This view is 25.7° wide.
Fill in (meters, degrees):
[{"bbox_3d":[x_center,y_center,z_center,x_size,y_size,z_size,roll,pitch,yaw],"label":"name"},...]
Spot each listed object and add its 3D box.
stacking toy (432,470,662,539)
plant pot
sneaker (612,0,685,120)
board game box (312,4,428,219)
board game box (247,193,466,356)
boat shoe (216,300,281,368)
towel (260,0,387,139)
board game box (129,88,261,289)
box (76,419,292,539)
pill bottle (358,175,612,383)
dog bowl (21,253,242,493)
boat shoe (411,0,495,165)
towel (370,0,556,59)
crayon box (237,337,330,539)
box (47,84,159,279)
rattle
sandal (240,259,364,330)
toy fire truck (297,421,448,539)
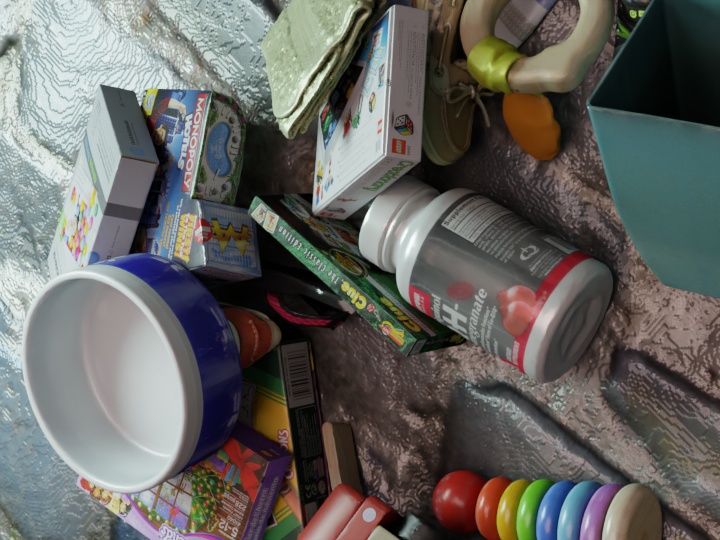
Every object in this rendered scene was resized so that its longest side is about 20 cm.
[{"bbox_3d":[0.147,0.209,1.322,0.199,0.085,0.086,4,95,35],"label":"stacking toy"},{"bbox_3d":[0.269,-0.077,1.158,0.141,0.142,0.201,14,141,30],"label":"plant pot"},{"bbox_3d":[0.226,-0.191,1.244,0.070,0.083,0.201,5,97,26],"label":"sneaker"},{"bbox_3d":[0.006,-0.127,1.324,0.200,0.034,0.127,148,128,-69],"label":"board game box"},{"bbox_3d":[0.000,0.000,1.380,0.200,0.105,0.024,42,111,23],"label":"board game box"},{"bbox_3d":[-0.159,0.053,1.454,0.199,0.062,0.072,6,104,44],"label":"boat shoe"},{"bbox_3d":[-0.036,-0.209,1.360,0.036,0.200,0.149,27,112,-19],"label":"towel"},{"bbox_3d":[-0.151,-0.061,1.445,0.200,0.061,0.201,13,93,57],"label":"board game box"},{"bbox_3d":[-0.167,0.185,1.461,0.199,0.039,0.138,29,109,29],"label":"box"},{"bbox_3d":[0.100,0.000,1.316,0.199,0.111,0.111,31,108,26],"label":"pill bottle"},{"bbox_3d":[-0.201,0.089,1.387,0.199,0.079,0.201,12,110,34],"label":"dog bowl"},{"bbox_3d":[0.079,-0.189,1.316,0.062,0.073,0.201,0,94,29],"label":"boat shoe"},{"bbox_3d":[0.077,-0.229,1.367,0.147,0.024,0.200,50,115,18],"label":"towel"},{"bbox_3d":[-0.119,0.173,1.487,0.172,0.058,0.201,-9,88,31],"label":"crayon box"},{"bbox_3d":[-0.248,-0.054,1.501,0.156,0.041,0.201,-116,41,-55],"label":"box"},{"bbox_3d":[0.168,-0.214,1.297,0.130,0.143,0.201,-8,59,40],"label":"rattle"},{"bbox_3d":[-0.053,0.025,1.435,0.199,0.075,0.045,14,99,37],"label":"sandal"},{"bbox_3d":[0.003,0.219,1.361,0.200,0.176,0.129,33,81,31],"label":"toy fire truck"}]
